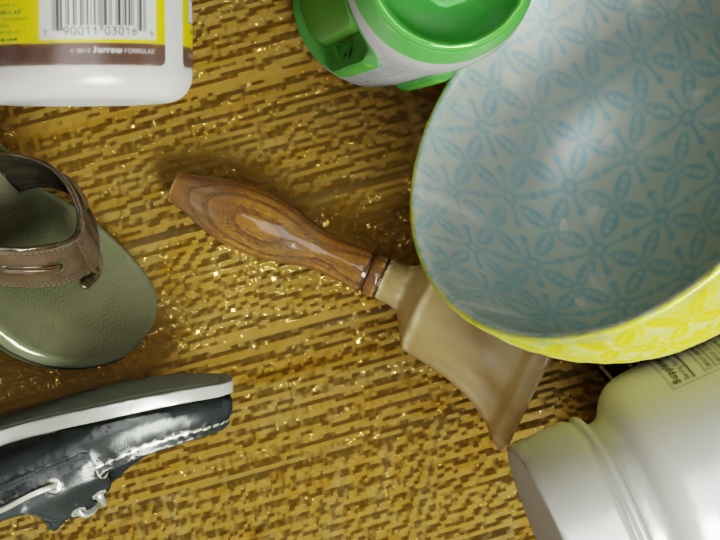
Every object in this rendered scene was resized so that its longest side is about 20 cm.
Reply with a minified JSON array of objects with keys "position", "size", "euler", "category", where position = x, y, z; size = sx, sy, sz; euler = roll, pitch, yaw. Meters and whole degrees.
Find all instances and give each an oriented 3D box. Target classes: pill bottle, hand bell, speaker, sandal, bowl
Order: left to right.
[{"position":[-0.161,-0.022,1.013],"size":[0.201,0.057,0.080],"euler":[47,57,-37],"category":"sandal"},{"position":[-0.132,-0.177,1.023],"size":[0.109,0.109,0.200],"euler":[0,92,-10],"category":"pill bottle"},{"position":[0.000,0.000,1.077],"size":[0.200,0.104,0.104],"euler":[24,88,4],"category":"hand bell"},{"position":[0.021,-0.128,1.003],"size":[0.088,0.200,0.089],"euler":[0,92,-9],"category":"speaker"},{"position":[0.133,-0.036,0.991],"size":[0.200,0.200,0.108],"euler":[-56,135,-4],"category":"bowl"},{"position":[0.174,0.080,0.976],"size":[0.200,0.113,0.113],"euler":[-24,96,-5],"category":"pill bottle"}]

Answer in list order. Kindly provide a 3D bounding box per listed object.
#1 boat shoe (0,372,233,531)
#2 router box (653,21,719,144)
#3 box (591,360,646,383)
[{"position":[-0.153,0.094,1.051],"size":[0.200,0.076,0.060],"euler":[-13,93,3],"category":"boat shoe"},{"position":[0.238,-0.114,1.040],"size":[0.200,0.052,0.157],"euler":[2,110,11],"category":"router box"},{"position":[0.232,0.058,1.123],"size":[0.161,0.049,0.200],"euler":[-41,96,-7],"category":"box"}]
